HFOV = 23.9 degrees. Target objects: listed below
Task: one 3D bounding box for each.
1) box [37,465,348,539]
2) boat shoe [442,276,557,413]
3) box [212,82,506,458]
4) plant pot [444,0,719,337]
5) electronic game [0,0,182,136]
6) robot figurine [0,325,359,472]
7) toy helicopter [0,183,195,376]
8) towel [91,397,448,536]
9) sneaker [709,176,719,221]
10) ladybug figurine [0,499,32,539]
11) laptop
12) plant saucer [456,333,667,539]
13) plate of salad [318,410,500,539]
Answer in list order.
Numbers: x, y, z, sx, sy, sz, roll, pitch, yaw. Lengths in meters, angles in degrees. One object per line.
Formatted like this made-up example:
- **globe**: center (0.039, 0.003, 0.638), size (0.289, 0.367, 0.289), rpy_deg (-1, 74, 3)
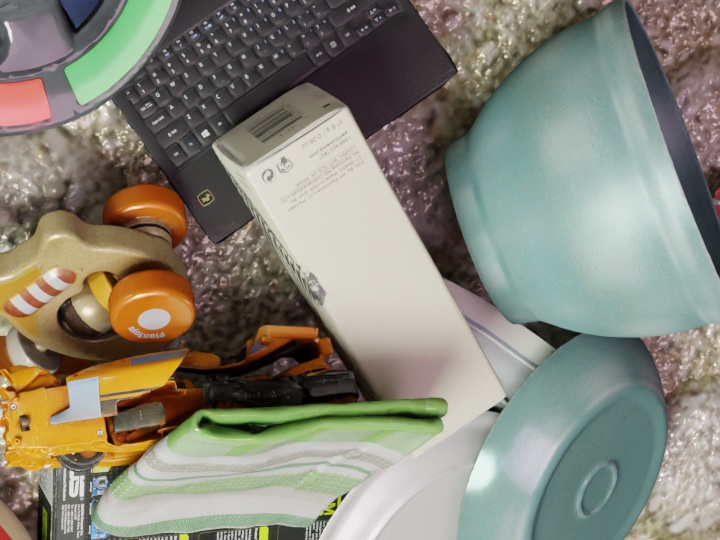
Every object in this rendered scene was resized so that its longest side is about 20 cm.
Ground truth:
- **box**: center (-0.103, 0.173, 1.061), size (0.192, 0.047, 0.202), rpy_deg (-3, 107, -23)
- **boat shoe**: center (0.046, 0.044, 1.061), size (0.200, 0.070, 0.072), rpy_deg (31, 84, -30)
- **box**: center (0.000, 0.000, 0.951), size (0.068, 0.082, 0.201), rpy_deg (-33, 112, -7)
- **plant pot**: center (0.131, -0.045, 1.017), size (0.133, 0.201, 0.201), rpy_deg (-20, 116, 15)
- **electronic game**: center (-0.180, -0.166, 0.851), size (0.199, 0.042, 0.202), rpy_deg (-8, 110, -22)
- **robot figurine**: center (-0.099, 0.071, 0.944), size (0.198, 0.145, 0.059), rpy_deg (-8, 80, -15)
- **toy helicopter**: center (-0.192, 0.014, 0.936), size (0.199, 0.079, 0.133), rpy_deg (8, 138, -23)
- **towel**: center (-0.055, 0.112, 0.935), size (0.148, 0.200, 0.031), rpy_deg (-2, 71, -25)
- **sneaker**: center (0.237, -0.019, 1.132), size (0.199, 0.074, 0.087), rpy_deg (-18, 88, -11)
- **ladybug figurine**: center (-0.263, 0.175, 0.968), size (0.200, 0.072, 0.136), rpy_deg (36, 100, -19)
- **laptop**: center (-0.065, -0.149, 0.933), size (0.177, 0.103, 0.201), rpy_deg (-35, 90, -7)
- **plant saucer**: center (0.142, 0.135, 1.103), size (0.199, 0.036, 0.201), rpy_deg (-27, 131, -37)
- **plate of salad**: center (0.037, 0.173, 1.088), size (0.199, 0.048, 0.201), rpy_deg (-22, 129, -30)
